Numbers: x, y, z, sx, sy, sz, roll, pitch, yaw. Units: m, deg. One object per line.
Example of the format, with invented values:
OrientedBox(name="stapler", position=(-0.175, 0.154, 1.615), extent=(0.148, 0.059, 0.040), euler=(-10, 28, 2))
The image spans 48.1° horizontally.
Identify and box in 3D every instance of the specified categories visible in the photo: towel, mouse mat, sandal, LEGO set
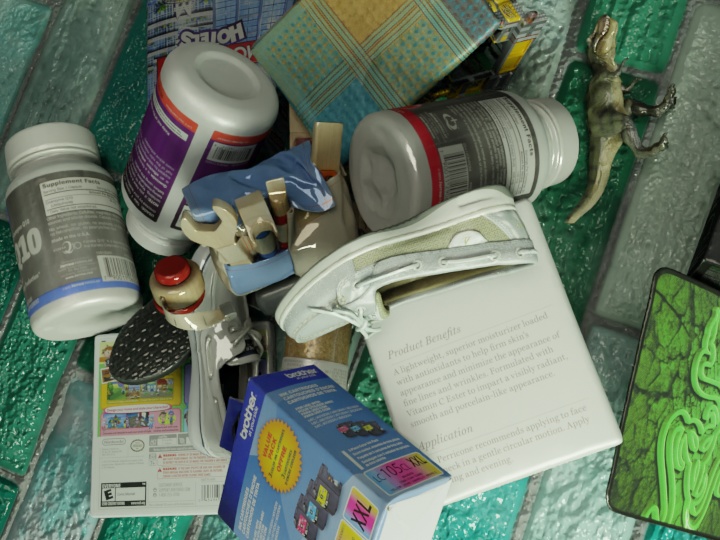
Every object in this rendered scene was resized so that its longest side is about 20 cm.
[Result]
OrientedBox(name="towel", position=(0.010, -0.210, 0.730), extent=(0.199, 0.022, 0.148), euler=(-38, 84, 20))
OrientedBox(name="mouse mat", position=(0.282, 0.115, 0.674), extent=(0.159, 0.007, 0.204), euler=(20, 82, -24))
OrientedBox(name="sandal", position=(-0.167, 0.041, 0.808), extent=(0.075, 0.048, 0.201), euler=(27, 63, 25))
OrientedBox(name="LEGO set", position=(0.082, -0.255, 0.766), extent=(0.151, 0.116, 0.203), euler=(-10, 67, -21))

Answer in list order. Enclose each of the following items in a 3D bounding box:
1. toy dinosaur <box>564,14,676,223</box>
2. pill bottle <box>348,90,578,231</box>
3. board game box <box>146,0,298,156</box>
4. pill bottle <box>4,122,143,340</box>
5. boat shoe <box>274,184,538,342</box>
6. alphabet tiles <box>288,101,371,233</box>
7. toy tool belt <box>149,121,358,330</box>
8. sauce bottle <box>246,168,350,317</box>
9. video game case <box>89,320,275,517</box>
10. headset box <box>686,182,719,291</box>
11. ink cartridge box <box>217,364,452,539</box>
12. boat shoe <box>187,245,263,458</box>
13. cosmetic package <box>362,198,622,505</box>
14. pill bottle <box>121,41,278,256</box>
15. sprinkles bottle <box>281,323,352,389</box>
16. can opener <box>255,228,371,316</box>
OrientedBox(name="toy dinosaur", position=(0.249, -0.140, 0.765), extent=(0.087, 0.047, 0.204), euler=(4, 80, 28))
OrientedBox(name="pill bottle", position=(0.097, -0.099, 0.719), extent=(0.197, 0.111, 0.112), euler=(-15, 72, -29))
OrientedBox(name="board game box", position=(-0.143, -0.215, 0.861), extent=(0.196, 0.062, 0.204), euler=(-6, 77, 11))
OrientedBox(name="pill bottle", position=(-0.301, -0.041, 0.834), extent=(0.112, 0.114, 0.203), euler=(-20, 75, 8))
OrientedBox(name="boat shoe", position=(0.031, 0.007, 0.599), extent=(0.199, 0.075, 0.066), euler=(-25, 70, 1))
OrientedBox(name="alphabet tiles", position=(0.028, -0.115, 0.788), extent=(0.196, 0.008, 0.171), euler=(0, 83, -10))
OrientedBox(name="toy tool belt", position=(-0.097, -0.049, 0.687), extent=(0.197, 0.124, 0.125), euler=(-23, 45, -14))
OrientedBox(name="sauce bottle", position=(-0.059, -0.053, 0.807), extent=(0.064, 0.065, 0.203), euler=(23, 84, 16))
OrientedBox(name="video game case", position=(-0.179, 0.151, 0.816), extent=(0.196, 0.022, 0.186), euler=(-5, 78, 13))
OrientedBox(name="headset box", position=(0.400, -0.059, 0.687), extent=(0.172, 0.093, 0.203), euler=(22, 83, 16))
OrientedBox(name="ink cartridge box", position=(-0.037, 0.169, 0.635), extent=(0.199, 0.075, 0.139), euler=(33, 116, 41))
OrientedBox(name="boat shoe", position=(-0.120, 0.074, 0.755), extent=(0.064, 0.073, 0.204), euler=(1, 96, 37))
OrientedBox(name="cosmetic package", position=(0.103, 0.076, 0.691), extent=(0.162, 0.165, 0.203), euler=(-20, 75, 7))
OrientedBox(name="pill bottle", position=(-0.163, -0.109, 0.780), extent=(0.113, 0.112, 0.201), euler=(50, 131, 17))
OrientedBox(name="sprinkles bottle", position=(-0.048, 0.138, 0.764), extent=(0.067, 0.068, 0.204), euler=(4, 80, 13))
OrientedBox(name="can opener", position=(0.000, 0.000, 0.756), extent=(0.197, 0.067, 0.054), euler=(-21, 42, 4))
